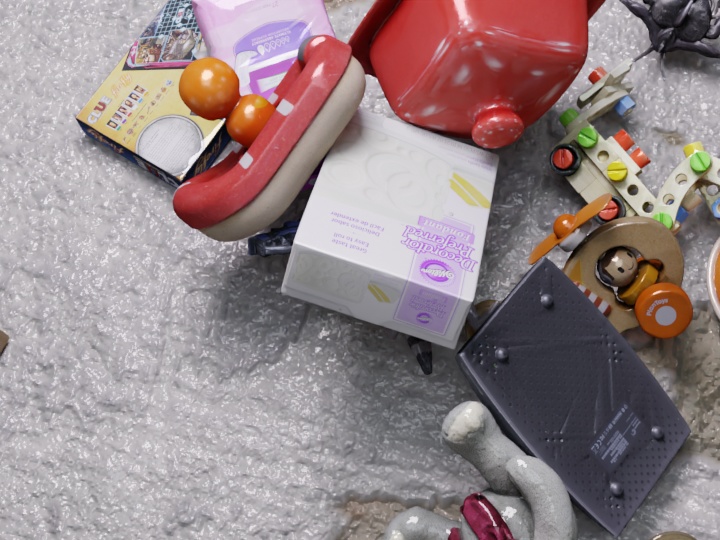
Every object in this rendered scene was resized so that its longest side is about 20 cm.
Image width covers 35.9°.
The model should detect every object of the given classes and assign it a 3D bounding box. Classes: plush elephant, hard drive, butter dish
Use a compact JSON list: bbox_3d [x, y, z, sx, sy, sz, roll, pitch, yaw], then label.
[{"bbox_3d":[0.108,0.236,0.845,0.199,0.155,0.165,33,119,0],"label":"plush elephant"},{"bbox_3d":[0.172,0.104,0.913,0.200,0.042,0.135,49,64,-9],"label":"hard drive"},{"bbox_3d":[0.108,-0.174,0.959,0.198,0.200,0.149,8,60,-26],"label":"butter dish"}]

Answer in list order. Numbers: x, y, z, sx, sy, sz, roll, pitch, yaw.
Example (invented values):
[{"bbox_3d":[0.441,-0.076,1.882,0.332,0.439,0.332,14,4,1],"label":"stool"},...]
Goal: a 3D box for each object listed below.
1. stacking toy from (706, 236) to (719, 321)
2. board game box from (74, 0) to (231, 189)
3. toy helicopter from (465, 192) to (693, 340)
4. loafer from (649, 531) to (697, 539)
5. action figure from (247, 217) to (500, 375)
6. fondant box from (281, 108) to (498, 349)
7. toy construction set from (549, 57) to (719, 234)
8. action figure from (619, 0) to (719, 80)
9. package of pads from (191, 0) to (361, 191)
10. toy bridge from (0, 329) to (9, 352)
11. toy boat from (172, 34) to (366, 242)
[{"bbox_3d":[0.376,-0.019,0.909,0.145,0.200,0.147,-1,68,3],"label":"stacking toy"},{"bbox_3d":[-0.170,-0.190,1.109,0.135,0.035,0.201,31,74,15],"label":"board game box"},{"bbox_3d":[0.180,0.012,0.965,0.199,0.079,0.133,-23,110,13],"label":"toy helicopter"},{"bbox_3d":[0.273,0.300,0.862,0.075,0.068,0.201,-14,69,-2],"label":"loafer"},{"bbox_3d":[0.000,0.000,0.974,0.199,0.105,0.194,-15,41,-28],"label":"action figure"},{"bbox_3d":[0.030,-0.042,0.912,0.143,0.058,0.201,18,42,-1],"label":"fondant box"},{"bbox_3d":[0.253,-0.105,1.012,0.131,0.092,0.201,-42,61,14],"label":"toy construction set"},{"bbox_3d":[0.328,-0.279,1.074,0.118,0.102,0.201,32,100,7],"label":"action figure"},{"bbox_3d":[-0.072,-0.176,1.044,0.120,0.076,0.201,-19,89,-3],"label":"package of pads"},{"bbox_3d":[-0.430,0.048,1.040,0.199,0.027,0.068,23,73,13],"label":"toy bridge"},{"bbox_3d":[-0.095,-0.126,0.930,0.130,0.131,0.201,35,93,-15],"label":"toy boat"}]
